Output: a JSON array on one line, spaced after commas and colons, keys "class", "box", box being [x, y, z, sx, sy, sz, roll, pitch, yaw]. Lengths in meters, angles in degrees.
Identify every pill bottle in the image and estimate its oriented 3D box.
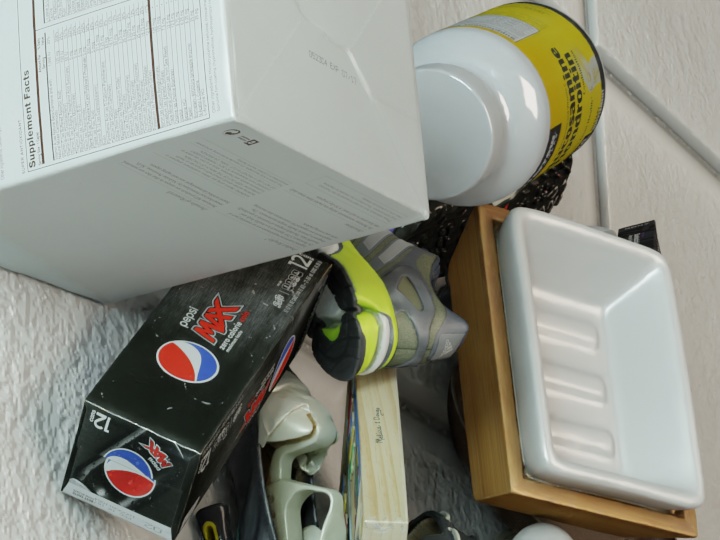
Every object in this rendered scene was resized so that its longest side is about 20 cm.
[{"class": "pill bottle", "box": [0.078, -0.103, 1.639, 0.200, 0.111, 0.113, -32, 106, -64]}]

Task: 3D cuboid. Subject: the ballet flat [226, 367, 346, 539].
[{"class": "ballet flat", "box": [-0.041, 0.117, 1.448, 0.073, 0.073, 0.202, 20, 60, -58]}]

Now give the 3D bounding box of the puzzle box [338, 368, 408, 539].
[{"class": "puzzle box", "box": [0.005, 0.138, 1.447, 0.200, 0.025, 0.134, -94, -173, -61]}]

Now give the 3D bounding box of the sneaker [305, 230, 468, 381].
[{"class": "sneaker", "box": [0.000, 0.000, 1.500, 0.080, 0.074, 0.200, 6, 32, -23]}]

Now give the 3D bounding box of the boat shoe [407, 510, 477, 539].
[{"class": "boat shoe", "box": [0.037, 0.189, 1.529, 0.060, 0.076, 0.200, 46, 4, 1]}]

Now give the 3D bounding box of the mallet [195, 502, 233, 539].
[{"class": "mallet", "box": [-0.065, 0.229, 1.395, 0.041, 0.066, 0.201, 8, 56, -56]}]

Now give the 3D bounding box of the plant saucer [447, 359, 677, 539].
[{"class": "plant saucer", "box": [0.129, 0.138, 1.724, 0.200, 0.032, 0.201, 36, 23, -17]}]

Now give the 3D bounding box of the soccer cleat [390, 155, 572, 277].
[{"class": "soccer cleat", "box": [0.065, -0.051, 1.750, 0.200, 0.073, 0.069, -29, 143, -47]}]

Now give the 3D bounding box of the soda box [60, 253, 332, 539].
[{"class": "soda box", "box": [-0.085, 0.054, 1.370, 0.200, 0.070, 0.064, -56, 168, -55]}]

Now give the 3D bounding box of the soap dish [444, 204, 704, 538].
[{"class": "soap dish", "box": [0.133, 0.069, 1.641, 0.157, 0.081, 0.201, 16, 56, -35]}]

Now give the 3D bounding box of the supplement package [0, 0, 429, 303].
[{"class": "supplement package", "box": [-0.101, -0.092, 1.286, 0.191, 0.199, 0.148, 25, 56, -58]}]

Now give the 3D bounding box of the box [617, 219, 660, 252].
[{"class": "box", "box": [0.221, 0.050, 1.951, 0.200, 0.036, 0.144, -52, 130, -77]}]

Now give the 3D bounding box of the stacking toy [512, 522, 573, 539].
[{"class": "stacking toy", "box": [0.114, 0.232, 1.553, 0.146, 0.145, 0.201, 50, 27, -41]}]

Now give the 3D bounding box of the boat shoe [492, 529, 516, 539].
[{"class": "boat shoe", "box": [0.121, 0.212, 1.716, 0.073, 0.063, 0.200, 38, 18, 17]}]

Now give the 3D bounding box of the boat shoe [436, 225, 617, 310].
[{"class": "boat shoe", "box": [0.114, 0.008, 1.797, 0.199, 0.068, 0.074, -33, 138, -52]}]
